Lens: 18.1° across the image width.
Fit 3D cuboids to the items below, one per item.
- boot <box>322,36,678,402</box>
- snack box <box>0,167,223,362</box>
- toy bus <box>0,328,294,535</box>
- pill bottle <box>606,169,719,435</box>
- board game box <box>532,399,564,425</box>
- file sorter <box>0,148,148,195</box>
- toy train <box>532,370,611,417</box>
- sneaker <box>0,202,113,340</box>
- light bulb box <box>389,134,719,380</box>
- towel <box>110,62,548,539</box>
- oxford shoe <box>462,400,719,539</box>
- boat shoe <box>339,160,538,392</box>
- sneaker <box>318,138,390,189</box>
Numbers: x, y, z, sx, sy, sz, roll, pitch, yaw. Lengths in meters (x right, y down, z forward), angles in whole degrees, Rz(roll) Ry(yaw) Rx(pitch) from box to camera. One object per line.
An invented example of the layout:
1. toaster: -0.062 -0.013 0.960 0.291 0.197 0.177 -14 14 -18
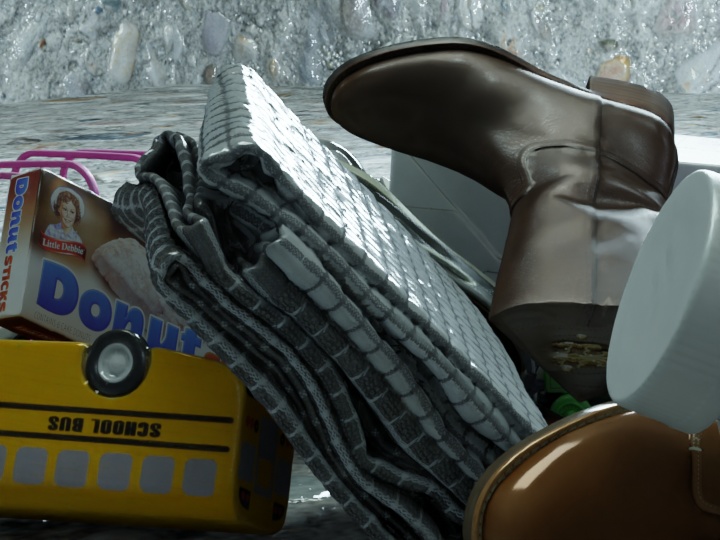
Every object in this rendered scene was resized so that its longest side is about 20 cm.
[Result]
1. boot: 0.066 -0.025 1.071 0.186 0.064 0.200 4 42 3
2. snack box: -0.096 0.020 1.082 0.024 0.072 0.200 -8 -23 36
3. toy bus: -0.131 0.069 0.989 0.199 0.079 0.065 1 -13 21
4. pill bottle: 0.199 0.039 0.824 0.200 0.110 0.110 20 6 -8
5. board game box: 0.035 0.075 1.126 0.105 0.024 0.200 -5 9 -14
6. file sorter: -0.198 -0.005 1.364 0.139 0.126 0.200 4 11 37
7. toy train: 0.185 0.052 1.124 0.199 0.057 0.042 -2 9 7
8. sneaker: -0.208 0.003 1.202 0.200 0.089 0.077 -35 -1 -33
9. light bulb box: 0.127 -0.013 1.262 0.198 0.125 0.200 6 7 12
10. towel: -0.014 0.022 0.924 0.086 0.200 0.166 -42 17 7
11. oxford shoe: 0.136 0.089 0.866 0.200 0.072 0.071 -5 14 -23
12. boat shoe: 0.000 0.000 1.093 0.200 0.072 0.068 32 15 -5
13. sneaker: -0.016 -0.035 1.230 0.082 0.075 0.200 -34 -8 -13
